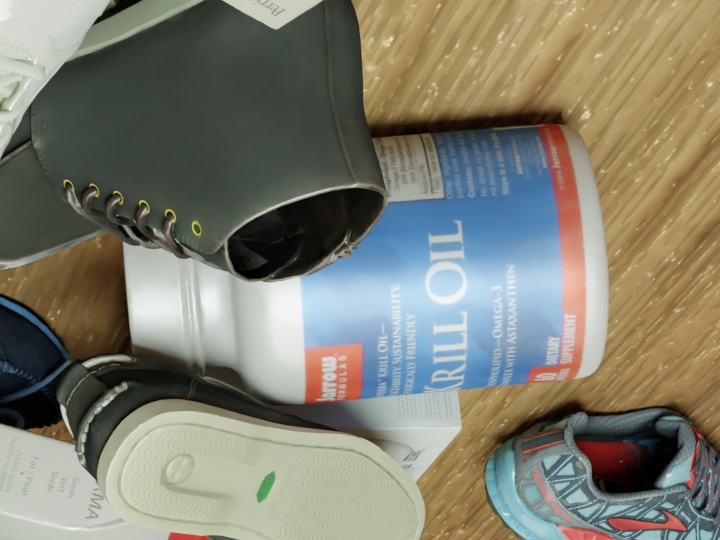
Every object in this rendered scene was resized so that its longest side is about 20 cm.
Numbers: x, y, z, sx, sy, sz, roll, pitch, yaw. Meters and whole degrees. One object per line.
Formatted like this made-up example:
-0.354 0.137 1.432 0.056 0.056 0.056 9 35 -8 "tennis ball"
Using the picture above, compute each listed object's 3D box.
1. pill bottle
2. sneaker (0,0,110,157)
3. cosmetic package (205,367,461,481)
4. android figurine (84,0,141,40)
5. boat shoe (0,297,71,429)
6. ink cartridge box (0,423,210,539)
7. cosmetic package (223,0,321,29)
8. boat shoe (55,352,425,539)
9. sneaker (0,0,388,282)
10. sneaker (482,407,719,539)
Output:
0.000 0.000 0.932 0.199 0.113 0.112 -6 152 -3 "pill bottle"
-0.138 -0.056 0.739 0.070 0.081 0.200 18 136 -34 "sneaker"
-0.051 0.090 1.067 0.150 0.052 0.200 2 156 -14 "cosmetic package"
-0.183 -0.078 0.805 0.199 0.041 0.182 -23 149 21 "android figurine"
-0.206 0.044 1.011 0.084 0.069 0.200 -21 149 25 "boat shoe"
-0.115 0.137 1.036 0.199 0.050 0.161 18 153 -4 "ink cartridge box"
0.012 -0.165 0.664 0.199 0.073 0.103 -30 146 30 "cosmetic package"
-0.045 0.084 0.920 0.200 0.068 0.072 28 95 -45 "boat shoe"
-0.082 -0.028 0.782 0.199 0.107 0.075 -30 146 27 "sneaker"
0.175 0.126 1.243 0.199 0.080 0.096 9 146 -28 "sneaker"
